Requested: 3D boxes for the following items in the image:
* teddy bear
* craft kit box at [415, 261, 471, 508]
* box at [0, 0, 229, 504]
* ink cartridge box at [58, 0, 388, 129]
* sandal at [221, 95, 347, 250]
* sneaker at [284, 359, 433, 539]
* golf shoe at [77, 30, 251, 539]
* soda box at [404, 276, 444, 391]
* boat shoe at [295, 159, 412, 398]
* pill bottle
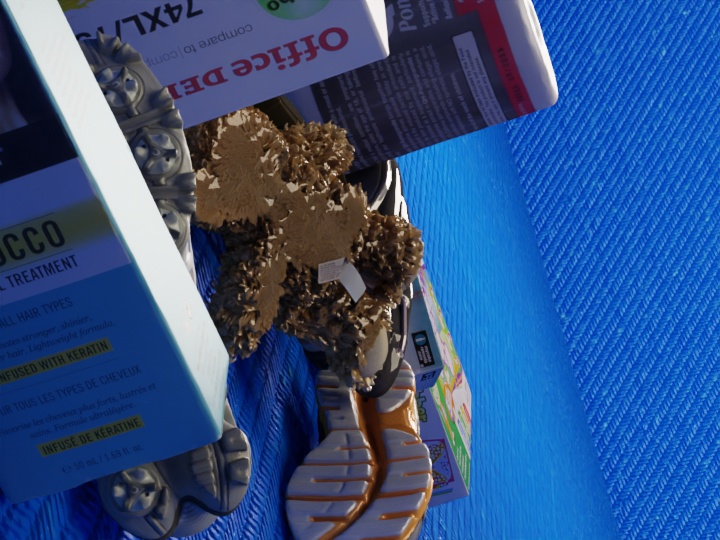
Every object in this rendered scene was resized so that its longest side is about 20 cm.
[{"bbox_3d":[-0.040,-0.018,1.023,0.200,0.067,0.145,20,81,-46],"label":"teddy bear"},{"bbox_3d":[0.034,0.051,1.498,0.200,0.048,0.198,-81,149,-70],"label":"craft kit box"},{"bbox_3d":[-0.116,-0.023,0.637,0.049,0.082,0.200,-91,161,-58],"label":"box"},{"bbox_3d":[-0.089,-0.189,0.907,0.146,0.147,0.200,-96,164,-54],"label":"ink cartridge box"},{"bbox_3d":[-0.067,-0.062,1.082,0.055,0.082,0.200,46,-5,40],"label":"sandal"},{"bbox_3d":[0.005,0.125,1.105,0.200,0.078,0.077,-76,166,-62],"label":"sneaker"},{"bbox_3d":[-0.097,0.009,0.788,0.097,0.078,0.200,124,-44,-80],"label":"golf shoe"},{"bbox_3d":[-0.006,-0.017,1.274,0.064,0.068,0.200,105,-29,-75],"label":"soda box"},{"bbox_3d":[0.000,0.000,1.179,0.057,0.067,0.200,52,26,-27],"label":"boat shoe"},{"bbox_3d":[0.010,-0.121,1.186,0.111,0.200,0.111,-18,90,-81],"label":"pill bottle"}]
